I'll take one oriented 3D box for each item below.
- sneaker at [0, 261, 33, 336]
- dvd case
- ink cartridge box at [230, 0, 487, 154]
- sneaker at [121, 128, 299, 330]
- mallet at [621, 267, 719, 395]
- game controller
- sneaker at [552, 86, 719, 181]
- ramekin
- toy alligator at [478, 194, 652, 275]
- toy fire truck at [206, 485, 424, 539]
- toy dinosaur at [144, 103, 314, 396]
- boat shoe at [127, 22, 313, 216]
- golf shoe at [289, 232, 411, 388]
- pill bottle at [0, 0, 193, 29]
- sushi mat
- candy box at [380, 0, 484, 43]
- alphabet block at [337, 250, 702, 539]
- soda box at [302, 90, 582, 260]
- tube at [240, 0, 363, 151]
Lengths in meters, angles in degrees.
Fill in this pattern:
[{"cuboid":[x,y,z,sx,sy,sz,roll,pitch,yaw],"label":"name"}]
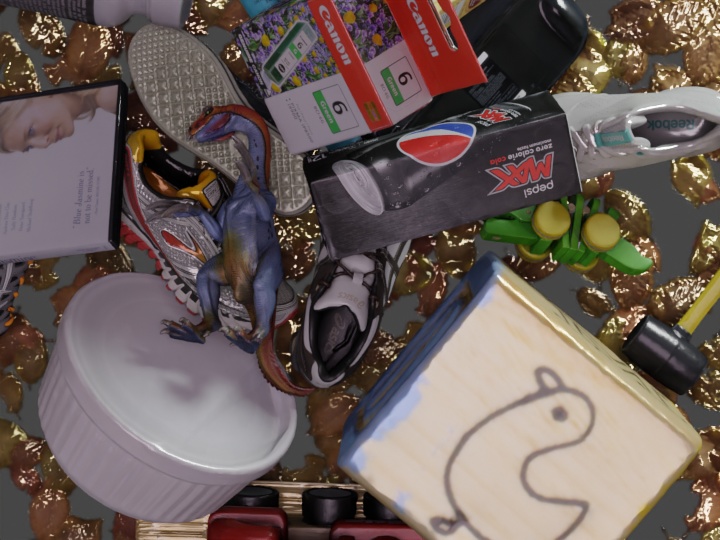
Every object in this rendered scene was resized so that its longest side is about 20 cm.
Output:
[{"cuboid":[-0.306,0.013,1.566,0.077,0.078,0.200,40,90,-31],"label":"sneaker"},{"cuboid":[-0.279,-0.072,1.524,0.199,0.018,0.143,-7,66,16],"label":"dvd case"},{"cuboid":[-0.005,-0.157,1.424,0.050,0.200,0.109,-34,104,-33],"label":"ink cartridge box"},{"cuboid":[-0.127,-0.029,1.533,0.200,0.078,0.082,41,126,-3],"label":"sneaker"},{"cuboid":[0.298,0.013,1.560,0.066,0.041,0.200,44,91,-1],"label":"mallet"},{"cuboid":[0.091,-0.151,1.525,0.104,0.042,0.200,44,83,-22],"label":"game controller"},{"cuboid":[0.193,-0.106,1.522,0.199,0.088,0.076,-12,97,10],"label":"sneaker"},{"cuboid":[-0.156,0.106,1.507,0.202,0.202,0.094,35,122,-2],"label":"ramekin"},{"cuboid":[0.138,-0.043,1.542,0.199,0.059,0.054,13,66,-8],"label":"toy alligator"},{"cuboid":[-0.035,0.247,1.495,0.175,0.200,0.129,2,94,1],"label":"toy fire truck"},{"cuboid":[-0.097,-0.029,1.494,0.105,0.200,0.182,2,61,27],"label":"toy dinosaur"},{"cuboid":[-0.106,-0.119,1.547,0.200,0.062,0.075,42,99,7],"label":"boat shoe"},{"cuboid":[0.000,0.000,1.535,0.077,0.094,0.201,12,96,-6],"label":"golf shoe"},{"cuboid":[-0.226,-0.253,1.510,0.199,0.116,0.116,13,96,0],"label":"pill bottle"},{"cuboid":[-0.088,0.219,1.601,0.199,0.012,0.096,2,94,1],"label":"sushi mat"},{"cuboid":[0.067,-0.261,1.478,0.200,0.056,0.117,-37,80,-22],"label":"candy box"},{"cuboid":[0.117,0.125,1.496,0.200,0.196,0.196,39,97,-2],"label":"alphabet block"},{"cuboid":[0.061,-0.073,1.471,0.199,0.063,0.071,-16,113,-2],"label":"soda box"},{"cuboid":[-0.046,-0.189,1.547,0.077,0.050,0.200,-27,89,-6],"label":"tube"}]
